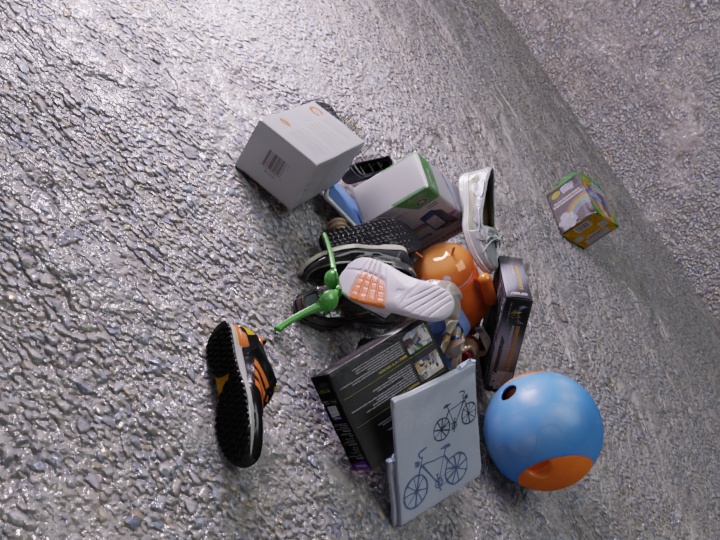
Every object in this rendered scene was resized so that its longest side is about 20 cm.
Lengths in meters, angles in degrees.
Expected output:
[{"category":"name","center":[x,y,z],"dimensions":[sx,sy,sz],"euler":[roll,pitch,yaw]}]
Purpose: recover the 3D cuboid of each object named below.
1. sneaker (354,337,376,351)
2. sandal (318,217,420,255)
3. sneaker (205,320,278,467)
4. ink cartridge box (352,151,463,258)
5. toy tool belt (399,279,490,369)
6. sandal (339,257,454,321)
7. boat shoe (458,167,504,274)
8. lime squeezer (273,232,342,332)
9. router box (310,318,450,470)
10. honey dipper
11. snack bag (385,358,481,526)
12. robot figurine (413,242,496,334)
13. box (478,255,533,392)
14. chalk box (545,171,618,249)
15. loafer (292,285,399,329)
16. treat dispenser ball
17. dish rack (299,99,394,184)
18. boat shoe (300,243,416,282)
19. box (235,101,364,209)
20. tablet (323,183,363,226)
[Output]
[{"category":"sneaker","center":[0.067,0.160,1.335],"dimensions":[0.200,0.080,0.087],"euler":[27,69,-38]},{"category":"sandal","center":[0.013,-0.047,1.474],"dimensions":[0.199,0.045,0.075],"euler":[-6,60,-31]},{"category":"sneaker","center":[-0.136,0.157,1.097],"dimensions":[0.090,0.070,0.201],"euler":[18,43,-40]},{"category":"ink cartridge box","center":[0.103,-0.117,1.604],"dimensions":[0.200,0.145,0.088],"euler":[28,38,-54]},{"category":"toy tool belt","center":[0.135,0.119,1.483],"dimensions":[0.200,0.124,0.123],"euler":[54,45,-31]},{"category":"sandal","center":[0.053,0.045,1.299],"dimensions":[0.079,0.206,0.059],"euler":[-52,142,-22]},{"category":"boat shoe","center":[0.228,-0.093,1.581],"dimensions":[0.074,0.065,0.203],"euler":[28,52,-53]},{"category":"lime squeezer","center":[-0.059,0.025,1.307],"dimensions":[0.038,0.070,0.200],"euler":[71,33,-44]},{"category":"router box","center":[0.043,0.174,1.245],"dimensions":[0.200,0.051,0.150],"euler":[-27,94,-35]},{"category":"honey dipper","center":[-0.017,0.002,1.458],"dimensions":[0.038,0.038,0.201],"euler":[16,48,-46]},{"category":"snack bag","center":[0.106,0.244,1.238],"dimensions":[0.188,0.021,0.201],"euler":[-19,111,-40]},{"category":"robot figurine","center":[0.163,0.031,1.560],"dimensions":[0.144,0.116,0.200],"euler":[45,-14,50]},{"category":"box","center":[0.261,0.097,1.572],"dimensions":[0.048,0.201,0.159],"euler":[8,27,-1]},{"category":"chalk box","center":[0.623,-0.187,2.449],"dimensions":[0.124,0.124,0.201],"euler":[25,42,-39]},{"category":"loafer","center":[-0.013,0.050,1.358],"dimensions":[0.199,0.063,0.072],"euler":[5,57,-39]},{"category":"treat dispenser ball","center":[0.310,0.272,1.463],"dimensions":[0.201,0.201,0.201],"euler":[34,35,-28]},{"category":"dish rack","center":[-0.033,-0.260,1.690],"dimensions":[0.200,0.054,0.153],"euler":[56,29,6]},{"category":"boat shoe","center":[0.000,0.000,1.402],"dimensions":[0.199,0.072,0.068],"euler":[-2,56,-29]},{"category":"box","center":[-0.099,-0.201,1.468],"dimensions":[0.124,0.098,0.200],"euler":[39,30,7]},{"category":"tablet","center":[0.006,-0.083,1.575],"dimensions":[0.200,0.014,0.130],"euler":[46,16,-15]}]
